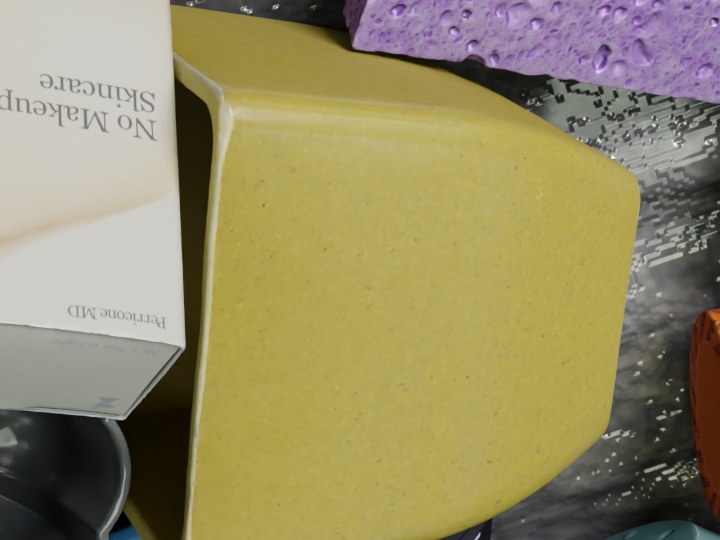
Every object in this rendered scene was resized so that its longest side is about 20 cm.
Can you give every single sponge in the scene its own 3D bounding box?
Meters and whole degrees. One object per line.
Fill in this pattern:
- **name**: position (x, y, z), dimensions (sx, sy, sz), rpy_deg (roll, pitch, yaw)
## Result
- **sponge**: position (0.101, -0.130, 0.935), dimensions (0.200, 0.030, 0.112), rpy_deg (7, 128, -21)

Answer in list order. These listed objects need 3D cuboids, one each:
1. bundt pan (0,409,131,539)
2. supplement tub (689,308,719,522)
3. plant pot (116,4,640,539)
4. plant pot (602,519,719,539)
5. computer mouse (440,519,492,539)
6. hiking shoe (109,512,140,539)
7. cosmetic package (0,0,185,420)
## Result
- **bundt pan**: position (-0.197, 0.076, 0.882), dimensions (0.202, 0.076, 0.202), rpy_deg (-7, 106, -25)
- **supplement tub**: position (0.253, 0.057, 0.999), dimensions (0.200, 0.123, 0.123), rpy_deg (-5, 107, -3)
- **plant pot**: position (0.000, 0.000, 0.932), dimensions (0.200, 0.194, 0.196), rpy_deg (-1, 108, -21)
- **plant pot**: position (0.134, 0.211, 1.004), dimensions (0.200, 0.201, 0.161), rpy_deg (-30, 97, 5)
- **computer mouse**: position (0.029, 0.126, 0.950), dimensions (0.140, 0.200, 0.046), rpy_deg (37, 114, 20)
- **hiking shoe**: position (-0.071, 0.137, 1.021), dimensions (0.200, 0.074, 0.087), rpy_deg (5, 107, -6)
- **cosmetic package**: position (-0.126, -0.053, 0.832), dimensions (0.103, 0.200, 0.073), rpy_deg (7, 151, -25)
